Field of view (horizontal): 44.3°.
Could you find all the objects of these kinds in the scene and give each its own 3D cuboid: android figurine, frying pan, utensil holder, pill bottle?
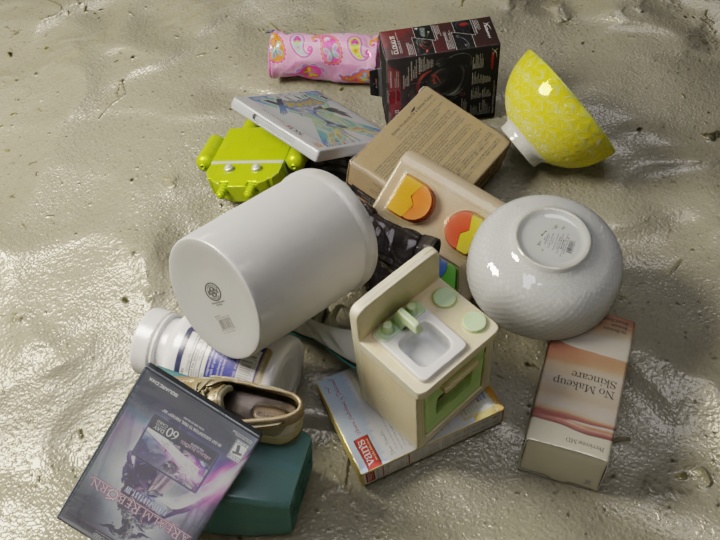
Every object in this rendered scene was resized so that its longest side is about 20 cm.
[{"bbox_3d":[-0.165,-0.175,1.369,0.181,0.041,0.200,3,44,18],"label":"android figurine"},{"bbox_3d":[-0.003,-0.136,1.354,0.189,0.031,0.115,-11,58,-17],"label":"frying pan"},{"bbox_3d":[-0.106,-0.010,1.068,0.170,0.171,0.200,34,45,25],"label":"utensil holder"},{"bbox_3d":[-0.184,0.116,1.127,0.199,0.120,0.120,16,56,15],"label":"pill bottle"}]

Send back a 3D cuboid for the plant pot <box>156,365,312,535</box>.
[{"bbox_3d":[-0.163,0.227,1.035,0.199,0.142,0.142,14,56,8],"label":"plant pot"}]

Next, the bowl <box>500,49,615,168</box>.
[{"bbox_3d":[0.277,-0.220,1.326,0.108,0.200,0.200,-40,56,13],"label":"bowl"}]

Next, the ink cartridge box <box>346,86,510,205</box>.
[{"bbox_3d":[0.101,-0.157,1.319,0.164,0.075,0.200,36,62,13],"label":"ink cartridge box"}]

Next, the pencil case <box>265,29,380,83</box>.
[{"bbox_3d":[-0.060,-0.363,1.493,0.199,0.088,0.088,5,54,9],"label":"pencil case"}]

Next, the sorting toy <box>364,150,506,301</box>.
[{"bbox_3d":[0.091,-0.041,1.210,0.185,0.036,0.201,32,89,12],"label":"sorting toy"}]

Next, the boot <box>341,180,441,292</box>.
[{"bbox_3d":[0.000,0.000,1.187,0.174,0.069,0.201,25,93,17],"label":"boot"}]

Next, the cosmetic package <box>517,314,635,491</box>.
[{"bbox_3d":[0.268,0.153,1.089,0.103,0.087,0.201,13,56,12],"label":"cosmetic package"}]

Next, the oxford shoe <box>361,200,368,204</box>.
[{"bbox_3d":[-0.077,-0.054,1.259,0.199,0.073,0.071,-27,81,-7],"label":"oxford shoe"}]

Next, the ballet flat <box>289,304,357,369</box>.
[{"bbox_3d":[-0.045,0.070,1.162,0.199,0.070,0.069,23,57,37],"label":"ballet flat"}]

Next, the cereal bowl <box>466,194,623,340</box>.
[{"bbox_3d":[0.234,-0.019,1.106,0.199,0.083,0.201,-1,56,1],"label":"cereal bowl"}]

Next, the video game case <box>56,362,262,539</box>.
[{"bbox_3d":[-0.215,0.218,0.940,0.143,0.019,0.201,32,98,-1],"label":"video game case"}]

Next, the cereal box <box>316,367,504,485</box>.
[{"bbox_3d":[0.061,0.167,1.122,0.199,0.040,0.144,-22,54,-11],"label":"cereal box"}]

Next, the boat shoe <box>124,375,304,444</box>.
[{"bbox_3d":[-0.160,0.145,0.972,0.199,0.065,0.072,9,56,-2],"label":"boat shoe"}]

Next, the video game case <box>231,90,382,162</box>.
[{"bbox_3d":[-0.070,-0.229,1.371,0.182,0.022,0.200,35,30,25],"label":"video game case"}]

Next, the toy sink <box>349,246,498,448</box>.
[{"bbox_3d":[0.077,0.094,1.025,0.130,0.200,0.112,-37,59,-22],"label":"toy sink"}]

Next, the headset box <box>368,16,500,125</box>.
[{"bbox_3d":[0.113,-0.308,1.400,0.199,0.149,0.075,-9,52,-2],"label":"headset box"}]
